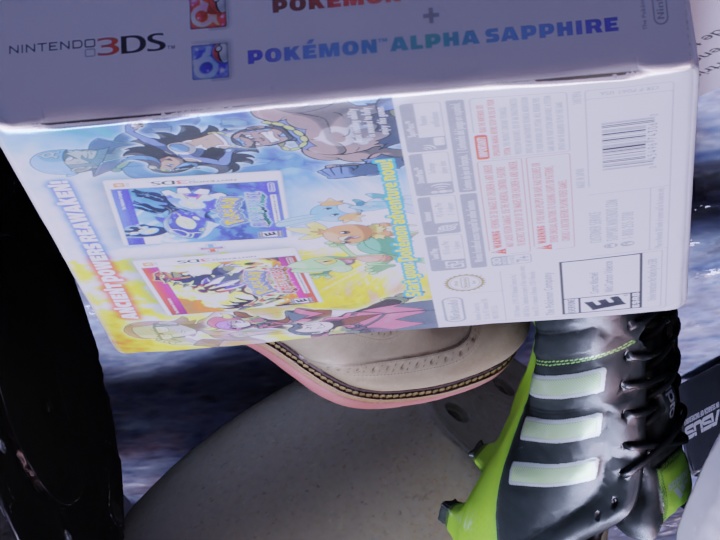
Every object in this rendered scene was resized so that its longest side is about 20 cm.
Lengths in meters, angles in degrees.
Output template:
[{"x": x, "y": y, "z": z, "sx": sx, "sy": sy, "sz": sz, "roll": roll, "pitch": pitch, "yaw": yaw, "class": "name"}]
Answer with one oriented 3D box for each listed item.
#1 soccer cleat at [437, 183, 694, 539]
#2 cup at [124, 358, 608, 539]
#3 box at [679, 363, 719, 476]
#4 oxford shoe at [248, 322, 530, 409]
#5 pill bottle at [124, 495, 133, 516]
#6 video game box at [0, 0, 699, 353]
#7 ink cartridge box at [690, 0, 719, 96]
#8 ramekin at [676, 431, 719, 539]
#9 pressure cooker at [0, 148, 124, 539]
[{"x": 0.091, "y": 0.044, "z": 1.060, "sx": 0.067, "sy": 0.081, "sz": 0.201, "roll": -29, "pitch": 146, "yaw": -46, "class": "soccer cleat"}, {"x": 0.021, "y": 0.110, "z": 1.207, "sx": 0.200, "sy": 0.201, "sz": 0.143, "roll": 12, "pitch": 125, "yaw": -43, "class": "cup"}, {"x": 0.264, "y": 0.051, "z": 1.294, "sx": 0.199, "sy": 0.044, "sz": 0.160, "roll": 4, "pitch": 159, "yaw": -29, "class": "box"}, {"x": 0.000, "y": 0.000, "z": 1.020, "sx": 0.075, "sy": 0.071, "sz": 0.200, "roll": -29, "pitch": 153, "yaw": 37, "class": "oxford shoe"}, {"x": -0.197, "y": 0.129, "z": 1.268, "sx": 0.200, "sy": 0.112, "sz": 0.111, "roll": 14, "pitch": 153, "yaw": -43, "class": "pill bottle"}, {"x": 0.002, "y": -0.030, "z": 0.840, "sx": 0.181, "sy": 0.047, "sz": 0.200, "roll": -7, "pitch": 161, "yaw": 3, "class": "video game box"}, {"x": 0.060, "y": -0.070, "z": 0.873, "sx": 0.199, "sy": 0.043, "sz": 0.196, "roll": 12, "pitch": 154, "yaw": -41, "class": "ink cartridge box"}, {"x": 0.198, "y": 0.058, "z": 1.069, "sx": 0.105, "sy": 0.200, "sz": 0.200, "roll": 31, "pitch": 167, "yaw": 14, "class": "ramekin"}, {"x": -0.192, "y": 0.053, "z": 0.936, "sx": 0.199, "sy": 0.177, "sz": 0.179, "roll": -16, "pitch": 151, "yaw": 10, "class": "pressure cooker"}]
